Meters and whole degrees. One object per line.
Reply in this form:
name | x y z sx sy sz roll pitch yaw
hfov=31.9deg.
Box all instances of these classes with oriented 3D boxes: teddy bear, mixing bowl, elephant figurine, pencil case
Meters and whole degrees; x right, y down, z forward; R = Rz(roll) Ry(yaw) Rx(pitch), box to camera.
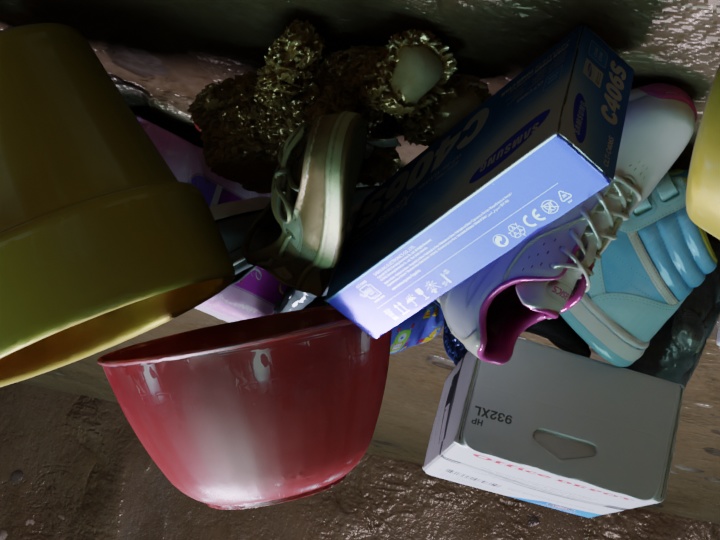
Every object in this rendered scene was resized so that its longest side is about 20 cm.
teddy bear | -0.012 -0.105 0.789 0.144 0.068 0.199 17 157 -34
mixing bowl | -0.064 0.090 0.825 0.197 0.110 0.200 -11 -179 0
elephant figurine | 0.168 0.014 0.958 0.198 0.142 0.156 26 141 18
pencil case | -0.003 0.050 1.147 0.078 0.088 0.199 40 -147 24

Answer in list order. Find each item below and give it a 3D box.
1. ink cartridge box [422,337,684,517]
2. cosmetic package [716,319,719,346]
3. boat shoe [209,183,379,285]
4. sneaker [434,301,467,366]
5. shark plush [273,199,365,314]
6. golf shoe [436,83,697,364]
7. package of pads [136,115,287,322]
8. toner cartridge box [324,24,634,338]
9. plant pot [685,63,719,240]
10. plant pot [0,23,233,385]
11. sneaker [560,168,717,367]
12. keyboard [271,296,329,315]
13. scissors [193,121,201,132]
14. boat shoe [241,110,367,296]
ink cartridge box | 0.132 0.117 0.915 0.143 0.085 0.200 16 166 0
cosmetic package | 0.338 0.015 0.886 0.100 0.072 0.200 14 165 -2
boat shoe | -0.034 -0.027 0.976 0.197 0.063 0.073 -10 166 -9
sneaker | 0.109 0.033 1.065 0.077 0.071 0.200 18 -160 -14
shark plush | 0.000 0.000 0.887 0.199 0.084 0.091 -28 -178 29
golf shoe | 0.125 -0.023 0.744 0.075 0.092 0.200 27 121 -35
package of pads | -0.133 -0.033 1.031 0.199 0.122 0.075 25 173 -38
toner cartridge box | 0.063 -0.045 0.713 0.043 0.096 0.199 36 135 -18
plant pot | 0.246 -0.046 0.519 0.187 0.203 0.201 23 171 24
plant pot | -0.205 -0.045 0.816 0.198 0.191 0.201 -22 176 -2
sneaker | 0.150 -0.050 0.826 0.200 0.131 0.080 46 -161 0
keyboard | 0.004 -0.003 1.032 0.198 0.040 0.104 -27 -172 -26
scissors | -0.044 -0.105 0.904 0.198 0.014 0.073 -4 150 44
boat shoe | -0.038 -0.040 0.765 0.062 0.074 0.201 15 163 -3
